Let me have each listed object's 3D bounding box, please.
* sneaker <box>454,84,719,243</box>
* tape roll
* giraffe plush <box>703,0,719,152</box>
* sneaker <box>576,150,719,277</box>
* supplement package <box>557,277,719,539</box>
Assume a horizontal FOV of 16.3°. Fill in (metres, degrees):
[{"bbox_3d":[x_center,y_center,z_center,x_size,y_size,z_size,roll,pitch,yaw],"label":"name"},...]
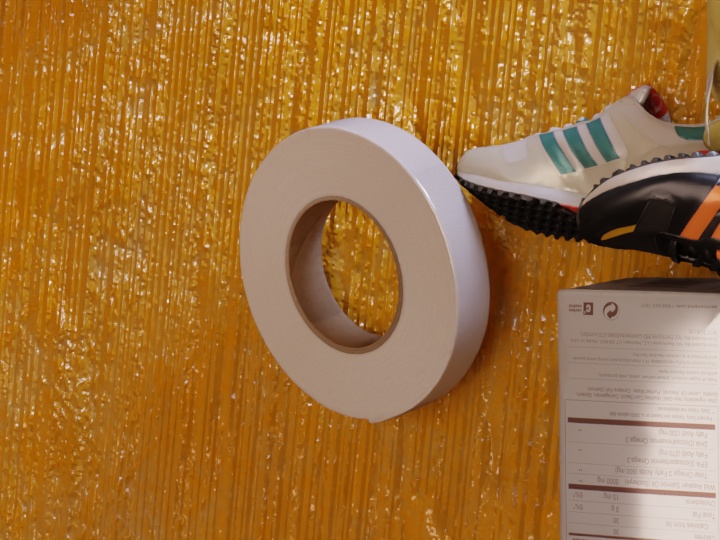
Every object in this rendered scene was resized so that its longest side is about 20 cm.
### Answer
[{"bbox_3d":[0.156,-0.071,1.604,0.199,0.070,0.094,9,72,38],"label":"sneaker"},{"bbox_3d":[0.000,0.000,1.678,0.202,0.037,0.205,14,111,40],"label":"tape roll"},{"bbox_3d":[0.285,-0.156,1.471,0.161,0.173,0.201,2,65,7],"label":"giraffe plush"},{"bbox_3d":[0.223,-0.018,1.463,0.198,0.070,0.091,-6,71,15],"label":"sneaker"},{"bbox_3d":[0.196,0.108,1.553,0.116,0.117,0.202,1,95,28],"label":"supplement package"}]
